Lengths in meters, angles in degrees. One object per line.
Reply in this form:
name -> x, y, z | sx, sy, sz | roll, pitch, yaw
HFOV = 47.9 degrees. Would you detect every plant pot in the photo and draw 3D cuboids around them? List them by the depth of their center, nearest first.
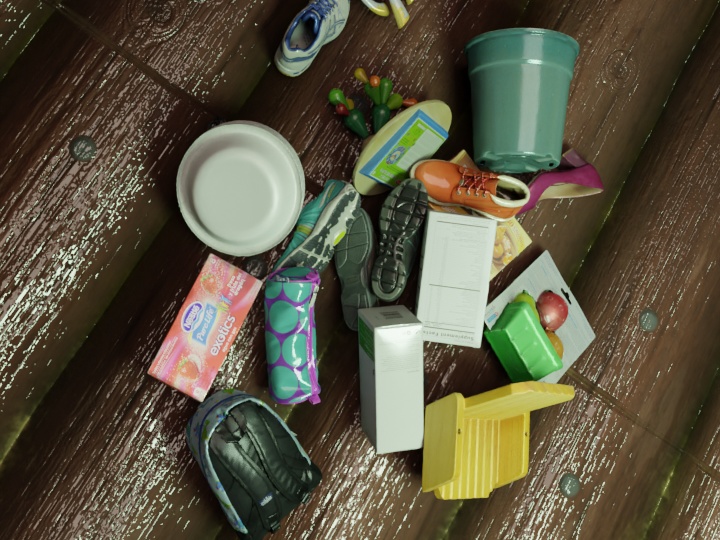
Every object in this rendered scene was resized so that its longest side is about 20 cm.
plant pot -> 0.270, -0.279, 1.380 | 0.195, 0.200, 0.201 | 4, 85, -13

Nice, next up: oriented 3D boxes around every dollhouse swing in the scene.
dollhouse swing -> 0.225, 0.267, 1.258 | 0.198, 0.173, 0.186 | 14, 76, -45

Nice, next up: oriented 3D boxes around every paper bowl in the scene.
paper bowl -> -0.185, -0.124, 1.250 | 0.195, 0.105, 0.206 | 0, 105, -1

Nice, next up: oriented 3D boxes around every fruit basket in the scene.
fruit basket -> 0.307, 0.095, 1.399 | 0.199, 0.093, 0.187 | -40, 101, -36

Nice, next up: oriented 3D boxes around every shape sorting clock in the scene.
shape sorting clock -> 0.067, -0.198, 1.317 | 0.199, 0.201, 0.039 | -37, 68, -16

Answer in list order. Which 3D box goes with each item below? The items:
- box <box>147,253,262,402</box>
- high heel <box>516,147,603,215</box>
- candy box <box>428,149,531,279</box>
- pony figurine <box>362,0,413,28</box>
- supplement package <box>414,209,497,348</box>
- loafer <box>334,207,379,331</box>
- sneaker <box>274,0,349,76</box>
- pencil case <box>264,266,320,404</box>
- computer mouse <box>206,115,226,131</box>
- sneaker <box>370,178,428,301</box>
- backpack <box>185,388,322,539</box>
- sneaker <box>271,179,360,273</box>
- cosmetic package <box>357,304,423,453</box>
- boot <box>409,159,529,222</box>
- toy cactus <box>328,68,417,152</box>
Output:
box -> -0.238, 0.089, 1.244 | 0.093, 0.103, 0.203 | 28, 78, -8
high heel -> 0.349, -0.134, 1.438 | 0.199, 0.068, 0.097 | -39, 82, -19
candy box -> 0.190, -0.090, 1.401 | 0.115, 0.055, 0.201 | -38, 92, -16
pony figurine -> 0.040, -0.549, 1.392 | 0.199, 0.166, 0.195 | 40, 78, -23
supplement package -> 0.149, 0.010, 1.313 | 0.111, 0.110, 0.205 | 8, 96, 2
loafer -> 0.000, 0.000, 1.346 | 0.070, 0.063, 0.205 | -6, 80, 27
sneaker -> -0.070, -0.418, 1.366 | 0.074, 0.088, 0.202 | 31, 75, -6
pencil case -> -0.103, 0.100, 1.262 | 0.085, 0.091, 0.205 | -15, 107, -57
computer mouse -> -0.179, -0.156, 1.323 | 0.198, 0.044, 0.111 | 31, 75, -8
sneaker -> 0.061, -0.049, 1.319 | 0.074, 0.079, 0.204 | 17, 87, 11
backpack -> -0.172, 0.274, 1.210 | 0.163, 0.153, 0.202 | -40, 130, -19
sneaker -> -0.077, -0.060, 1.327 | 0.201, 0.079, 0.077 | -52, 140, -3
cosmetic package -> 0.048, 0.168, 1.271 | 0.083, 0.108, 0.205 | -4, 103, -14
boot -> 0.180, -0.141, 1.323 | 0.196, 0.107, 0.077 | 16, 81, -8
toy cactus -> 0.037, -0.243, 1.374 | 0.196, 0.102, 0.169 | 13, 89, -21
